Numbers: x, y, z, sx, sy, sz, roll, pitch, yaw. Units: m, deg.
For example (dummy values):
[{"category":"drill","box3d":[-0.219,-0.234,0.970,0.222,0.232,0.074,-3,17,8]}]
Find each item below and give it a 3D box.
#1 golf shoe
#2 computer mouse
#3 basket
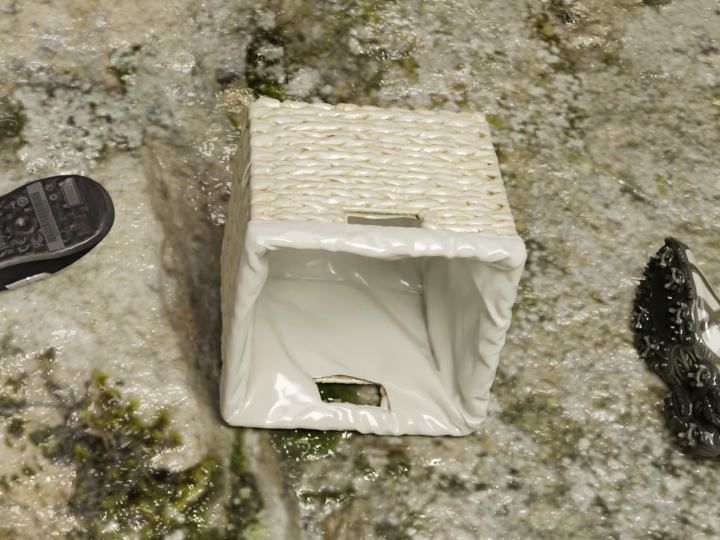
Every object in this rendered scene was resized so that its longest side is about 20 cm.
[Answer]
[{"category":"golf shoe","box3d":[0.272,0.063,1.603,0.094,0.078,0.200,11,48,-25]},{"category":"computer mouse","box3d":[-0.294,-0.036,1.586,0.200,0.046,0.140,-23,61,-14]},{"category":"basket","box3d":[0.000,0.000,1.515,0.198,0.200,0.161,3,43,-9]}]
